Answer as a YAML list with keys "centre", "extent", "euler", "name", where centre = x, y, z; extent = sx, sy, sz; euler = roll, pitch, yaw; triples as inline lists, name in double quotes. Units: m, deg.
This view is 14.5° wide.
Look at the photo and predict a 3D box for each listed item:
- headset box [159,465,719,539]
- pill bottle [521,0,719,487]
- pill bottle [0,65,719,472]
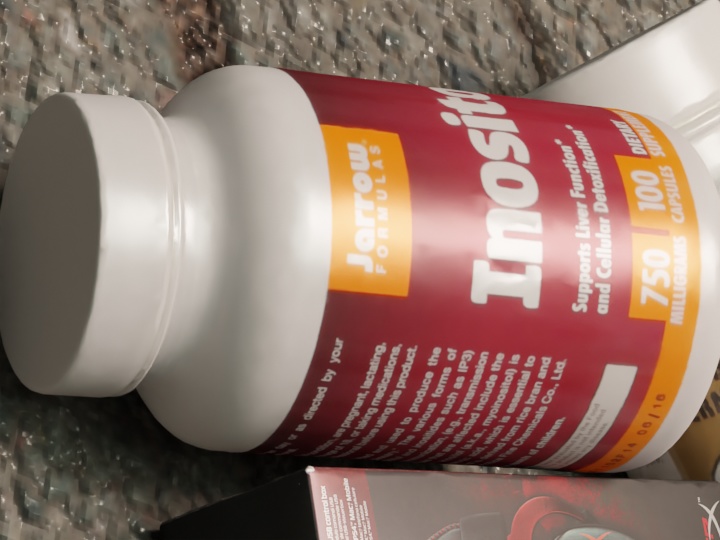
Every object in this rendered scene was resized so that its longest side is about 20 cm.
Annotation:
- centre: [0.030, 0.140, 0.847]
  extent: [0.199, 0.075, 0.150]
  euler: [6, 69, -42]
  name: "headset box"
- centre: [0.127, 0.016, 0.963]
  extent: [0.114, 0.114, 0.201]
  euler: [-29, 93, -46]
  name: "pill bottle"
- centre: [0.000, 0.000, 0.839]
  extent: [0.199, 0.113, 0.114]
  euler: [4, 69, -27]
  name: "pill bottle"
